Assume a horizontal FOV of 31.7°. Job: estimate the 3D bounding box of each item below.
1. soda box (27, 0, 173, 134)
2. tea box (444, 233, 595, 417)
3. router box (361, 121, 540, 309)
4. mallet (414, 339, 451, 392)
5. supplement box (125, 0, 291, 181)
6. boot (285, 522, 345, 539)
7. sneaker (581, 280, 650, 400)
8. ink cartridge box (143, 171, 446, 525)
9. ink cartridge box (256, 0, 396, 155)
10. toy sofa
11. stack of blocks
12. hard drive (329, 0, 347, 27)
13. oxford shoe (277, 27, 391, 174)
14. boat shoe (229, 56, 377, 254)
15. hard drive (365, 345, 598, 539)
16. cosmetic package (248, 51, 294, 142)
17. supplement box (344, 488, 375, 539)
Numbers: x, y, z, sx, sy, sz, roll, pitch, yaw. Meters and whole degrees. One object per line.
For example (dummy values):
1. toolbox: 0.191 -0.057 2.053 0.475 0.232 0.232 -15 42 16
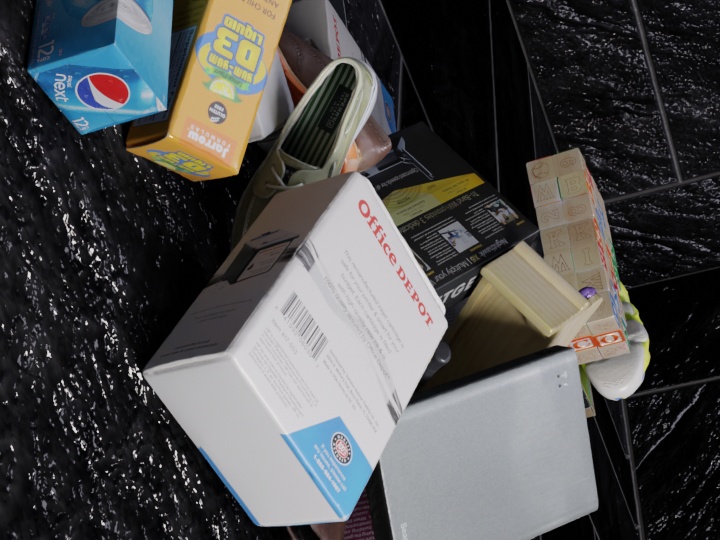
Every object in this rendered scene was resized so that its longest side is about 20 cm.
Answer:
1. soda box: -0.165 -0.192 0.830 0.068 0.064 0.201 55 25 -52
2. tea box: 0.131 0.080 1.372 0.197 0.199 0.134 58 23 -50
3. router box: 0.035 -0.037 1.096 0.200 0.052 0.157 -27 63 -40
4. mallet: 0.024 0.098 1.040 0.200 0.041 0.066 122 -35 -48
5. supplement box: -0.096 -0.166 0.883 0.066 0.069 0.201 24 77 -35
6. boot: -0.044 0.114 0.968 0.167 0.072 0.201 -92 165 -45
7. sneaker: 0.279 0.093 1.373 0.200 0.075 0.105 -81 154 -55
8. ink cartridge box: -0.035 0.051 0.873 0.147 0.086 0.200 58 39 -24
9. ink cartridge box: -0.029 -0.145 1.219 0.200 0.085 0.147 47 32 -58
10. toy sofa: 0.120 0.072 1.123 0.083 0.200 0.097 44 41 17
11. stack of blocks: 0.228 -0.009 1.308 0.115 0.058 0.201 50 29 -54
12. hard drive: -0.056 -0.301 1.335 0.135 0.042 0.201 35 43 -67
13. oxford shoe: -0.051 -0.159 1.076 0.073 0.071 0.200 -25 73 -37
14. boat shoe: -0.051 -0.078 0.983 0.201 0.072 0.062 -66 169 1
15. hard drive: 0.094 0.152 0.995 0.033 0.199 0.140 7 -70 59
16. cosmetic package: -0.120 -0.197 0.976 0.102 0.074 0.201 -51 128 -70
17. supplement box: 0.050 0.256 1.073 0.201 0.130 0.103 -86 157 -45
